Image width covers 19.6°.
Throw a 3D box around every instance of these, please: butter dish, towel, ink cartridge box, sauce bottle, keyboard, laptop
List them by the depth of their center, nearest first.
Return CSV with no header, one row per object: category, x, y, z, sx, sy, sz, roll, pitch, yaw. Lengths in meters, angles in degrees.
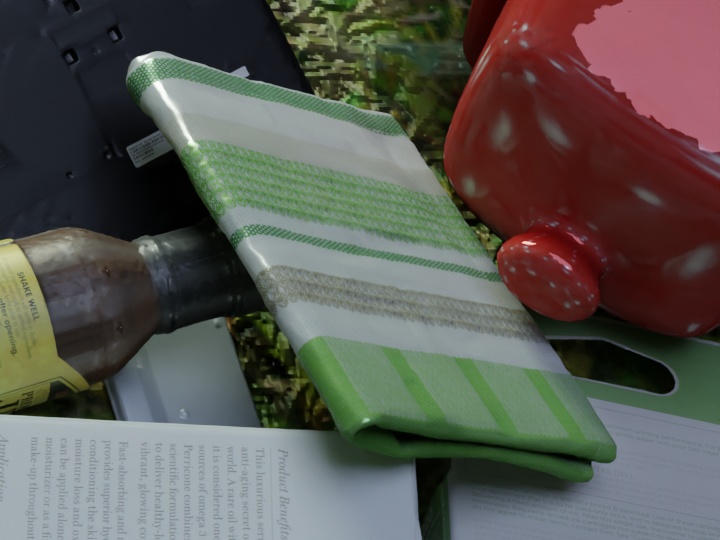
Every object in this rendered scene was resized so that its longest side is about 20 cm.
sauce bottle,-0.130,0.021,0.777,0.200,0.065,0.065,-15,65,-21
keyboard,-0.049,0.104,0.793,0.056,0.011,0.200,-7,62,-28
towel,0.000,0.000,0.803,0.149,0.031,0.200,11,37,-43
ink cartridge box,0.096,0.103,0.821,0.145,0.048,0.200,12,40,-12
butter dish,0.108,-0.043,0.835,0.199,0.200,0.148,36,66,6
laptop,-0.140,-0.094,0.887,0.177,0.103,0.200,-32,99,-32

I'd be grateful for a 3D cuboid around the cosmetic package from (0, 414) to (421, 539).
cosmetic package,-0.082,0.111,0.728,0.200,0.071,0.102,4,58,-10
